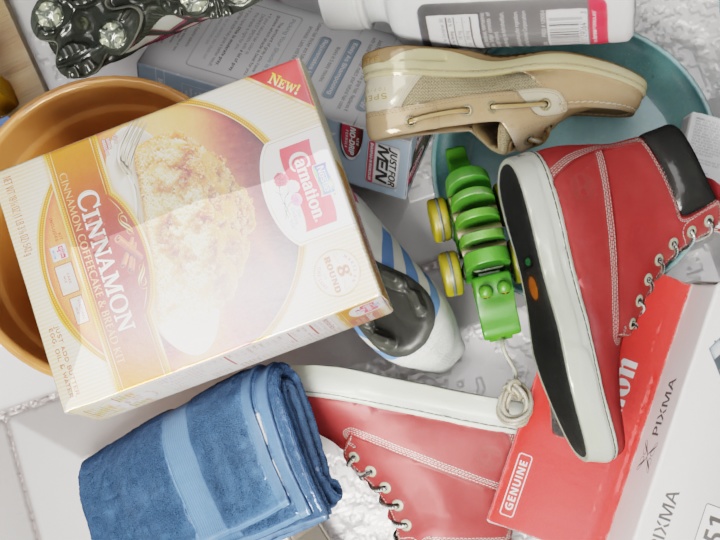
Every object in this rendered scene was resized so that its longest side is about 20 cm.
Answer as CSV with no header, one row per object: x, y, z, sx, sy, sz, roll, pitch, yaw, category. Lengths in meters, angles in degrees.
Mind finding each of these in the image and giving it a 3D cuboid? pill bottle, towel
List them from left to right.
-0.108,0.144,0.957,0.199,0.048,0.112,-29,76,33,towel
0.075,-0.198,0.916,0.199,0.111,0.112,0,82,11,pill bottle

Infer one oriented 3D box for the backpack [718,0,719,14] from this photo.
0.318,-0.214,0.937,0.153,0.176,0.200,33,86,27,backpack

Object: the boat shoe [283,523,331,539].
-0.031,0.227,0.979,0.057,0.067,0.201,-41,74,30,boat shoe

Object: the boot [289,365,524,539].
0.011,0.144,0.970,0.199,0.072,0.145,11,85,5,boot

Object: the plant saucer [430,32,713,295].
0.150,-0.074,1.006,0.199,0.036,0.201,-1,82,8,plant saucer

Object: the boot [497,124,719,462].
0.177,0.013,0.907,0.143,0.072,0.201,-11,91,-12,boot

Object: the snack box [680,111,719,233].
0.306,-0.045,0.966,0.199,0.024,0.072,15,83,-4,snack box

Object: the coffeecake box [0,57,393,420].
-0.100,-0.016,0.870,0.199,0.073,0.154,-20,79,3,coffeecake box

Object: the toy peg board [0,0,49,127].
-0.339,-0.119,1.045,0.199,0.098,0.200,-27,79,3,toy peg board

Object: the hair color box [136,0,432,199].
-0.045,-0.129,1.006,0.199,0.061,0.099,17,52,10,hair color box

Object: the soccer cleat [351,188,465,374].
0.000,0.000,1.004,0.070,0.086,0.200,-43,55,7,soccer cleat

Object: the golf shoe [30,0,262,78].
-0.119,-0.194,0.939,0.199,0.088,0.078,-20,100,17,golf shoe

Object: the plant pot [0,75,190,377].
-0.155,-0.019,0.985,0.199,0.140,0.202,-1,83,7,plant pot

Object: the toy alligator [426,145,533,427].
0.084,0.001,0.942,0.059,0.054,0.201,-12,69,0,toy alligator

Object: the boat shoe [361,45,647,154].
0.095,-0.107,0.945,0.199,0.071,0.065,1,85,-17,boat shoe

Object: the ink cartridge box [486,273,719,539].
0.198,0.102,0.941,0.175,0.045,0.201,21,84,-13,ink cartridge box
